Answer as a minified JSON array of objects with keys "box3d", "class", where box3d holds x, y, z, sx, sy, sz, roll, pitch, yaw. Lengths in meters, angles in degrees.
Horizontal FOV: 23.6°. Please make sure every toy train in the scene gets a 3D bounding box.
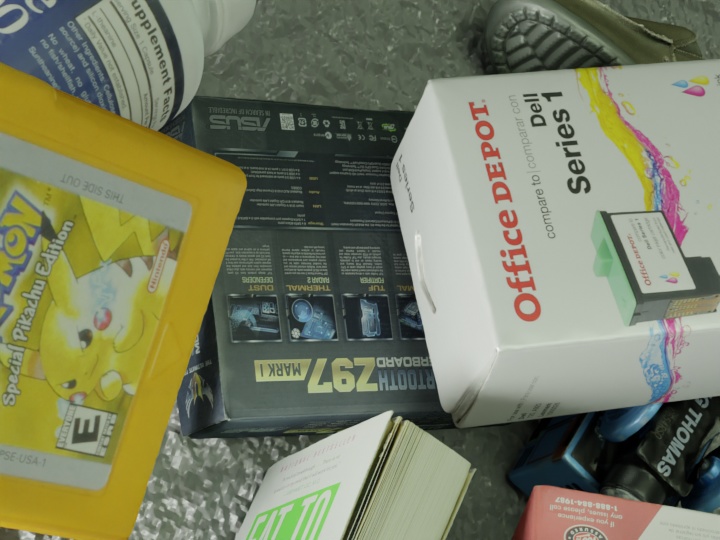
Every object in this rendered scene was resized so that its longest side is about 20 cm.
[{"box3d":[0.165,0.056,0.909,0.087,0.114,0.200,42,59,-11],"class":"toy train"}]

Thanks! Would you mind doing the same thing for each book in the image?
[{"box3d":[-0.038,0.167,0.740,0.048,0.133,0.201,35,59,-19],"class":"book"}]

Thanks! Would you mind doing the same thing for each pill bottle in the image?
[{"box3d":[-0.141,-0.094,0.767,0.200,0.111,0.111,-42,99,-33],"class":"pill bottle"}]

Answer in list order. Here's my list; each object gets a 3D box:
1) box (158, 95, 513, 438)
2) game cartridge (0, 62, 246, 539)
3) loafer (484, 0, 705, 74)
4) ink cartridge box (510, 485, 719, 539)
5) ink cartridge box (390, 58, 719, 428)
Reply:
[{"box3d":[0.000,0.000,0.862,0.199,0.051,0.159,0,75,-32],"class":"box"},{"box3d":[-0.143,0.014,0.689,0.200,0.032,0.177,21,86,-52],"class":"game cartridge"},{"box3d":[0.153,-0.109,0.985,0.200,0.075,0.070,31,50,-26],"class":"loafer"},{"box3d":[0.119,0.200,0.733,0.116,0.068,0.201,10,50,-4],"class":"ink cartridge box"},{"box3d":[0.129,-0.017,0.817,0.199,0.084,0.145,-6,64,-15],"class":"ink cartridge box"}]
